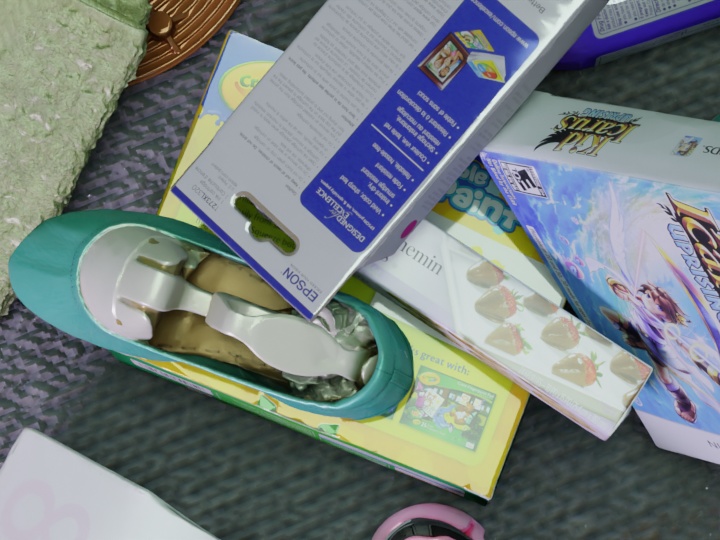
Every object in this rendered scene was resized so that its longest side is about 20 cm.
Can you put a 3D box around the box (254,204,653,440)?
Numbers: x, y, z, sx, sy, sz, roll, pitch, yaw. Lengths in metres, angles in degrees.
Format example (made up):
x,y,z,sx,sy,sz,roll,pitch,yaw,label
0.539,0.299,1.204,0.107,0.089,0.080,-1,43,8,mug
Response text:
x,y,z,sx,sy,sz,roll,pitch,yaw,label
0.043,0.009,1.299,0.199,0.041,0.039,33,84,5,box

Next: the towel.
x,y,z,sx,sy,sz,roll,pitch,yaw,label
-0.199,-0.076,1.375,0.148,0.036,0.201,27,99,4,towel

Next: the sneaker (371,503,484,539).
x,y,z,sx,sy,sz,roll,pitch,yaw,label
0.077,0.192,1.318,0.079,0.095,0.200,-44,84,-7,sneaker

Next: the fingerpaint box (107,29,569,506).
x,y,z,sx,sy,sz,roll,pitch,yaw,label
0.000,0.000,1.359,0.199,0.073,0.168,20,83,4,fingerpaint box

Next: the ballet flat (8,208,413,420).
x,y,z,sx,sy,sz,roll,pitch,yaw,label
-0.069,0.015,1.286,0.199,0.070,0.068,18,84,4,ballet flat

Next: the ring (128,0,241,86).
x,y,z,sx,sy,sz,roll,pitch,yaw,label
-0.144,-0.188,1.406,0.199,0.019,0.202,0,80,3,ring

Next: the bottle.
x,y,z,sx,sy,sz,roll,pitch,yaw,label
0.108,-0.142,1.382,0.199,0.065,0.084,-19,81,-1,bottle

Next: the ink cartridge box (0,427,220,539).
x,y,z,sx,sy,sz,roll,pitch,yaw,label
-0.115,0.189,1.315,0.199,0.057,0.163,25,82,31,ink cartridge box

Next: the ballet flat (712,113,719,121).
x,y,z,sx,sy,sz,roll,pitch,yaw,label
0.234,-0.082,1.372,0.200,0.072,0.072,-44,83,-5,ballet flat

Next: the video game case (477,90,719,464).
x,y,z,sx,sy,sz,roll,pitch,yaw,label
0.164,0.015,1.256,0.045,0.181,0.200,-47,123,-22,video game case

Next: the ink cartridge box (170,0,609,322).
x,y,z,sx,sy,sz,roll,pitch,yaw,label
0.013,-0.080,1.263,0.095,0.037,0.200,42,92,17,ink cartridge box
